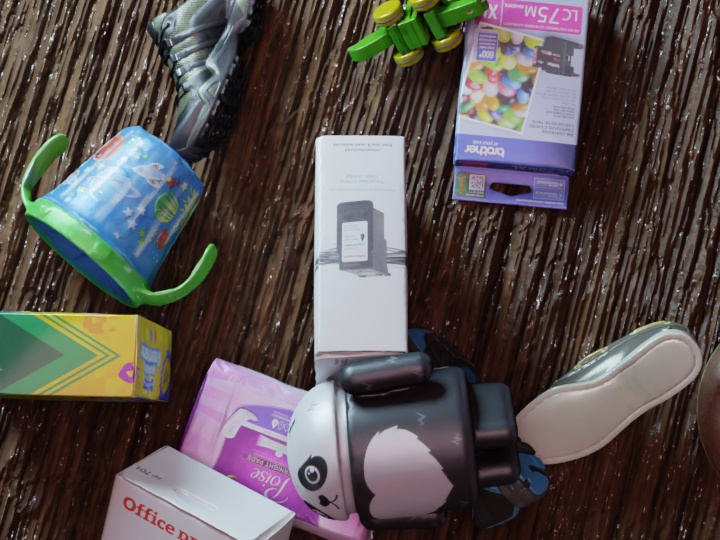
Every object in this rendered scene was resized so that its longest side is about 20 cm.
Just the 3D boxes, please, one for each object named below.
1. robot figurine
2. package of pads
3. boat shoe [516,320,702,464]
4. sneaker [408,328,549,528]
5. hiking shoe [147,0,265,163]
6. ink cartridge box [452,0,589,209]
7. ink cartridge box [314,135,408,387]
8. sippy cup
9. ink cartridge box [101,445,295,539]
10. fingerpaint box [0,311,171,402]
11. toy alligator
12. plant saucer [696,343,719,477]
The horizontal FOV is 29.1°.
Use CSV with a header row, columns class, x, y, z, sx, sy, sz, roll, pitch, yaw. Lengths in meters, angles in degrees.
class,x,y,z,sx,sy,sz,roll,pitch,yaw
robot figurine,0.036,0.150,1.186,0.197,0.125,0.152,-6,84,3
package of pads,-0.065,0.171,1.286,0.198,0.076,0.122,20,82,2
boat shoe,0.226,0.114,1.293,0.201,0.060,0.072,-33,99,16
sneaker,0.087,0.146,1.287,0.082,0.073,0.201,-45,67,30
hiking shoe,-0.159,-0.201,1.333,0.099,0.076,0.202,14,76,10
ink cartridge box,0.153,-0.165,1.336,0.118,0.042,0.203,6,86,2
ink cartridge box,0.000,0.000,1.248,0.082,0.145,0.203,0,72,-1
sippy cup,-0.219,-0.057,1.290,0.178,0.139,0.131,44,75,-21
ink cartridge box,-0.156,0.280,1.217,0.145,0.086,0.202,24,110,20
fingerpaint box,-0.263,0.078,1.235,0.164,0.200,0.074,1,84,1
toy alligator,0.079,-0.249,1.320,0.198,0.055,0.060,-19,124,22
plant saucer,0.419,0.133,1.305,0.197,0.037,0.203,0,84,0
